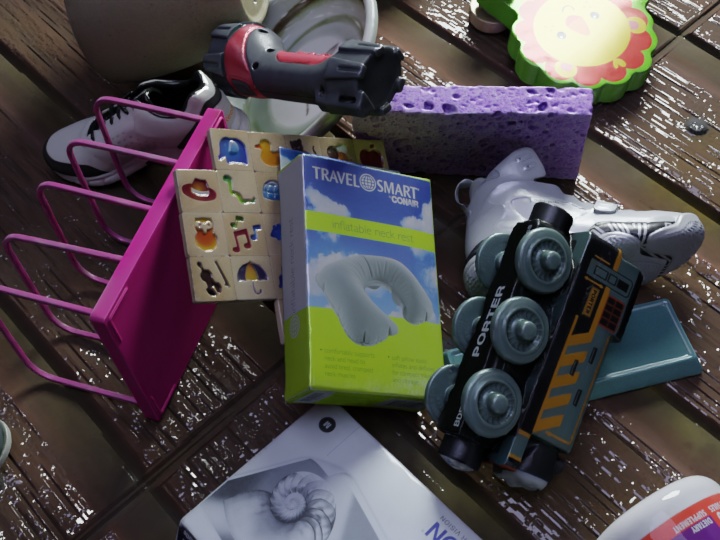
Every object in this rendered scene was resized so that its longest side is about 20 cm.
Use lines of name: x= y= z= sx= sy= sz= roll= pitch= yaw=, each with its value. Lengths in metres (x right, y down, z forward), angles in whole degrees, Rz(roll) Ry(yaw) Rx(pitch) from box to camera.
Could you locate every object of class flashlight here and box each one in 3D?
flashlight: x=-0.047 y=-0.168 z=0.817 sx=0.067 sy=0.069 sz=0.198 roll=-15 pitch=21 yaw=-42

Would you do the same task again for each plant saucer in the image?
plant saucer: x=-0.053 y=-0.177 z=0.908 sx=0.198 sy=0.050 sz=0.203 roll=-23 pitch=52 yaw=32
plant saucer: x=0.163 y=0.069 z=0.774 sx=0.197 sy=0.019 sz=0.071 roll=-12 pitch=56 yaw=-6

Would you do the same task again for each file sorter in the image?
file sorter: x=-0.187 y=-0.016 z=0.783 sx=0.124 sy=0.140 sz=0.202 roll=12 pitch=56 yaw=16

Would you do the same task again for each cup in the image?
cup: x=-0.163 y=-0.275 z=0.913 sx=0.141 sy=0.201 sz=0.202 roll=2 pitch=55 yaw=12

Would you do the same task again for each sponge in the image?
sponge: x=0.094 y=-0.117 z=0.849 sx=0.197 sy=0.112 sz=0.030 roll=2 pitch=69 yaw=5

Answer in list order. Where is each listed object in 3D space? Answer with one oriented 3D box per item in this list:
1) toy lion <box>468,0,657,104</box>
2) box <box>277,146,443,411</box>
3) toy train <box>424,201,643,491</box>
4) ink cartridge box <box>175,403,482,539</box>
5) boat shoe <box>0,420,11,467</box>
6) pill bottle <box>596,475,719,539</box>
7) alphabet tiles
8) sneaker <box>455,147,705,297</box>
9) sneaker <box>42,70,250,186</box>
toy lion: x=0.215 y=-0.254 z=0.975 sx=0.199 sy=0.069 sz=0.192 roll=-39 pitch=68 yaw=-22
box: x=0.000 y=0.000 z=0.751 sx=0.120 sy=0.048 sz=0.203 roll=9 pitch=68 yaw=-30
toy train: x=0.125 y=0.056 z=0.711 sx=0.113 sy=0.085 sz=0.202 roll=27 pitch=77 yaw=-19
ink cartridge box: x=-0.028 y=0.213 z=0.670 sx=0.200 sy=0.041 sz=0.199 roll=-40 pitch=62 yaw=-22
boat shoe: x=-0.355 y=0.152 z=0.719 sx=0.198 sy=0.062 sz=0.073 roll=-21 pitch=56 yaw=-11
pill bottle: x=0.229 y=0.233 z=0.596 sx=0.111 sy=0.113 sz=0.201 roll=-27 pitch=58 yaw=-15
alphabet tiles: x=-0.046 y=-0.027 z=0.764 sx=0.198 sy=0.008 sz=0.170 roll=-1 pitch=73 yaw=-35
sneaker: x=0.173 y=-0.045 z=0.816 sx=0.197 sy=0.075 sz=0.116 roll=-10 pitch=58 yaw=0
sneaker: x=-0.200 y=-0.132 z=0.883 sx=0.197 sy=0.080 sz=0.075 roll=-11 pitch=56 yaw=16
